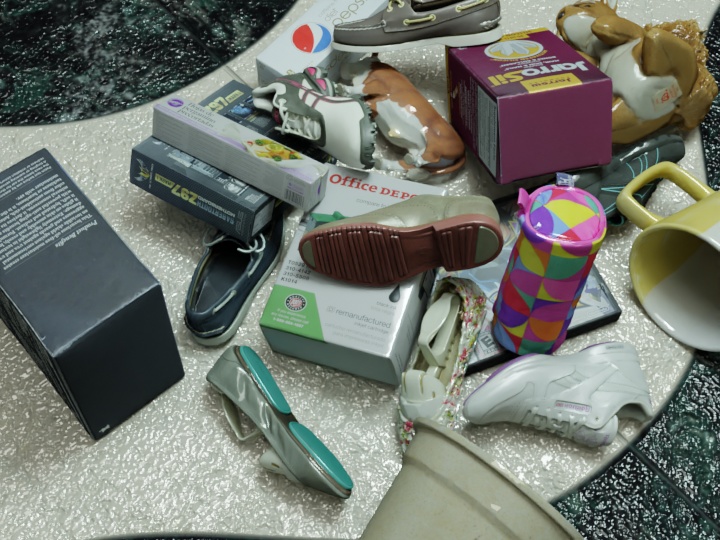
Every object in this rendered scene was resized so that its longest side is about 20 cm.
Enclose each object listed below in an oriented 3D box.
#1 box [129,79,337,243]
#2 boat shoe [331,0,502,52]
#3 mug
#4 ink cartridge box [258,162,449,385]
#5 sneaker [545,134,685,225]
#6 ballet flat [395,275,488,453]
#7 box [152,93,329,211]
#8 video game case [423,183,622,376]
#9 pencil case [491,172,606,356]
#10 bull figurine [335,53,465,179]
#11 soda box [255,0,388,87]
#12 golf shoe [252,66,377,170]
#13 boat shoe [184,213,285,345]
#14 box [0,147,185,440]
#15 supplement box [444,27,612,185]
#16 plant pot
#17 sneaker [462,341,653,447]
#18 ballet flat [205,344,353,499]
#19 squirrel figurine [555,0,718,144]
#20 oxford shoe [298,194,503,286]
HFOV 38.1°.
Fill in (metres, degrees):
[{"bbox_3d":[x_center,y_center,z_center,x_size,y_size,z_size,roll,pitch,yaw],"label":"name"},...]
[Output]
[{"bbox_3d":[-0.135,-0.127,1.162,0.157,0.051,0.200,27,41,13],"label":"box"},{"bbox_3d":[0.062,-0.289,1.204,0.199,0.060,0.072,-3,27,9],"label":"boat shoe"},{"bbox_3d":[0.381,-0.033,1.095,0.153,0.149,0.187,-34,101,-28],"label":"mug"},{"bbox_3d":[0.000,0.000,1.088,0.146,0.084,0.201,13,66,15],"label":"ink cartridge box"},{"bbox_3d":[0.296,-0.096,1.184,0.200,0.075,0.079,-23,90,-26],"label":"sneaker"},{"bbox_3d":[0.071,0.094,1.044,0.075,0.064,0.201,3,68,36],"label":"ballet flat"},{"bbox_3d":[-0.126,-0.125,1.089,0.200,0.042,0.039,26,42,16],"label":"box"},{"bbox_3d":[0.154,0.007,1.139,0.199,0.026,0.181,-19,62,-12],"label":"video game case"},{"bbox_3d":[0.178,0.001,1.014,0.088,0.200,0.089,1,51,-2],"label":"pencil case"},{"bbox_3d":[0.036,-0.183,1.213,0.200,0.065,0.121,44,46,16],"label":"bull figurine"},{"bbox_3d":[-0.039,-0.284,1.285,0.068,0.064,0.200,34,64,18],"label":"soda box"},{"bbox_3d":[-0.047,-0.157,1.127,0.088,0.077,0.200,-12,32,-23],"label":"golf shoe"},{"bbox_3d":[-0.137,-0.016,1.125,0.075,0.062,0.200,17,59,17],"label":"boat shoe"},{"bbox_3d":[-0.282,0.027,1.019,0.123,0.200,0.198,-35,67,-20],"label":"box"},{"bbox_3d":[0.181,-0.188,1.164,0.130,0.104,0.200,-11,30,-8],"label":"supplement box"},{"bbox_3d":[0.070,0.262,0.908,0.200,0.201,0.184,37,76,19],"label":"plant pot"},{"bbox_3d":[0.201,0.131,1.034,0.199,0.075,0.100,-11,62,-14],"label":"sneaker"},{"bbox_3d":[-0.084,0.161,1.033,0.064,0.067,0.200,-44,66,7],"label":"ballet flat"},{"bbox_3d":[0.324,-0.250,1.248,0.199,0.142,0.187,5,36,-30],"label":"squirrel figurine"},{"bbox_3d":[0.039,-0.035,1.027,0.199,0.071,0.075,-3,37,7],"label":"oxford shoe"}]
